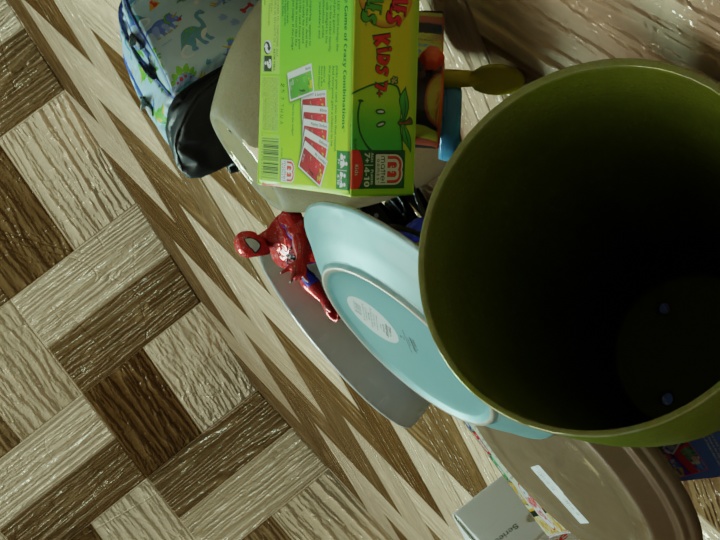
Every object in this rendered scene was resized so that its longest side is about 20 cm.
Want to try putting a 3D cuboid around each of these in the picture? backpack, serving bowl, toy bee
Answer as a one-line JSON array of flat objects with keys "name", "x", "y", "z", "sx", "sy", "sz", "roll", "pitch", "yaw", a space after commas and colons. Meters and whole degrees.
[{"name": "backpack", "x": -0.134, "y": -0.195, "z": 1.451, "sx": 0.200, "sy": 0.162, "sz": 0.154, "roll": 49, "pitch": 163, "yaw": 55}, {"name": "serving bowl", "x": 0.002, "y": 0.037, "z": 1.407, "sx": 0.200, "sy": 0.066, "sz": 0.200, "roll": 47, "pitch": -171, "yaw": -10}, {"name": "toy bee", "x": 0.041, "y": -0.111, "z": 1.026, "sx": 0.109, "sy": 0.130, "sz": 0.201, "roll": 94, "pitch": 159, "yaw": -46}]

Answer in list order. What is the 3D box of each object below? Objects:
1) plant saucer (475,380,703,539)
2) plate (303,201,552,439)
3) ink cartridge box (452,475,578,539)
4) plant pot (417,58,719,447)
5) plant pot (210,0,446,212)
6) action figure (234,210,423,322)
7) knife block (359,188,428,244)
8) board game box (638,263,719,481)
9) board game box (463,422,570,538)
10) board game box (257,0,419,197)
[{"name": "plant saucer", "x": 0.131, "y": 0.116, "z": 1.038, "sx": 0.200, "sy": 0.029, "sz": 0.200, "roll": 43, "pitch": 163, "yaw": 17}, {"name": "plate", "x": 0.034, "y": 0.038, "z": 0.987, "sx": 0.200, "sy": 0.026, "sz": 0.200, "roll": 39, "pitch": 164, "yaw": 13}, {"name": "ink cartridge box", "x": 0.188, "y": 0.259, "z": 1.548, "sx": 0.084, "sy": 0.146, "sz": 0.200, "roll": 44, "pitch": 166, "yaw": 44}, {"name": "plant pot", "x": 0.153, "y": 0.015, "z": 0.866, "sx": 0.187, "sy": 0.187, "sz": 0.200, "roll": 46, "pitch": -175, "yaw": 30}, {"name": "plant pot", "x": -0.036, "y": -0.122, "z": 1.275, "sx": 0.201, "sy": 0.134, "sz": 0.200, "roll": 49, "pitch": 170, "yaw": 12}, {"name": "action figure", "x": 0.000, "y": 0.000, "z": 1.299, "sx": 0.065, "sy": 0.199, "sz": 0.099, "roll": 104, "pitch": 166, "yaw": -44}, {"name": "knife block", "x": 0.065, "y": 0.000, "z": 1.436, "sx": 0.200, "sy": 0.064, "sz": 0.176, "roll": 44, "pitch": 167, "yaw": 40}, {"name": "board game box", "x": 0.159, "y": 0.049, "z": 1.050, "sx": 0.134, "sy": 0.045, "sz": 0.201, "roll": -13, "pitch": 121, "yaw": 38}, {"name": "board game box", "x": 0.109, "y": 0.109, "z": 1.259, "sx": 0.200, "sy": 0.046, "sz": 0.152, "roll": 54, "pitch": 174, "yaw": 8}, {"name": "board game box", "x": -0.013, "y": -0.147, "z": 0.965, "sx": 0.101, "sy": 0.047, "sz": 0.202, "roll": 10, "pitch": 101, "yaw": 54}]
